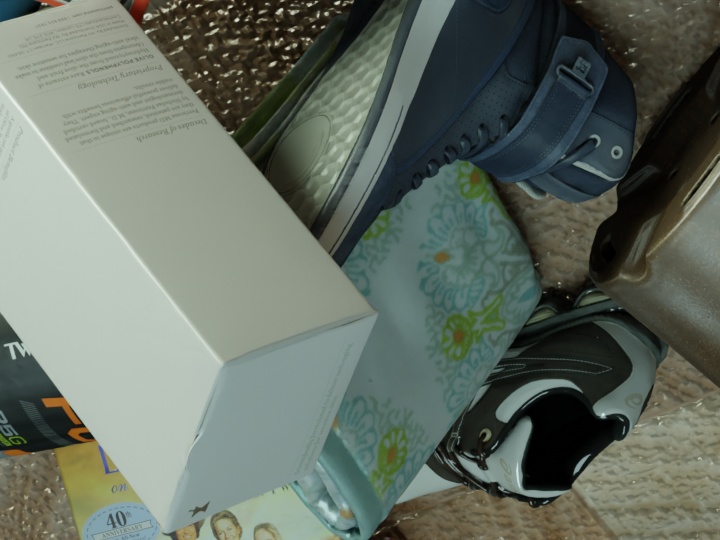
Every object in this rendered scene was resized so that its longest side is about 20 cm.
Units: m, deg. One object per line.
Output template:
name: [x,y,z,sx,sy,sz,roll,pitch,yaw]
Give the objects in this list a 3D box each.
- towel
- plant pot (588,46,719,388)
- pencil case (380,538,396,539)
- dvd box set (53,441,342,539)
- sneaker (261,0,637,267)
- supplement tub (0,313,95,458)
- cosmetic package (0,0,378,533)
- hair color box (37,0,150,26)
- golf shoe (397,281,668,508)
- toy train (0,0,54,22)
towel: [0.000,0.000,1.351,0.048,0.171,0.200,10,141,44]
plant pot: [0.223,-0.003,1.307,0.198,0.201,0.200,35,127,-10]
pencil case: [-0.060,0.202,1.587,0.199,0.088,0.088,-15,126,20]
dvd box set: [-0.069,0.154,1.518,0.146,0.029,0.201,-12,97,19]
sneaker: [0.043,-0.048,1.291,0.146,0.203,0.077,40,154,-28]
supplement tub: [-0.127,0.020,1.415,0.199,0.123,0.123,-12,127,19]
cosmetic package: [-0.093,-0.005,1.208,0.200,0.085,0.108,50,139,25]
hair color box: [-0.085,-0.209,1.228,0.061,0.102,0.200,18,130,-8]
golf shoe: [0.061,0.079,1.456,0.200,0.095,0.078,-32,120,32]
toy train: [-0.197,-0.061,1.330,0.116,0.085,0.200,36,115,18]
